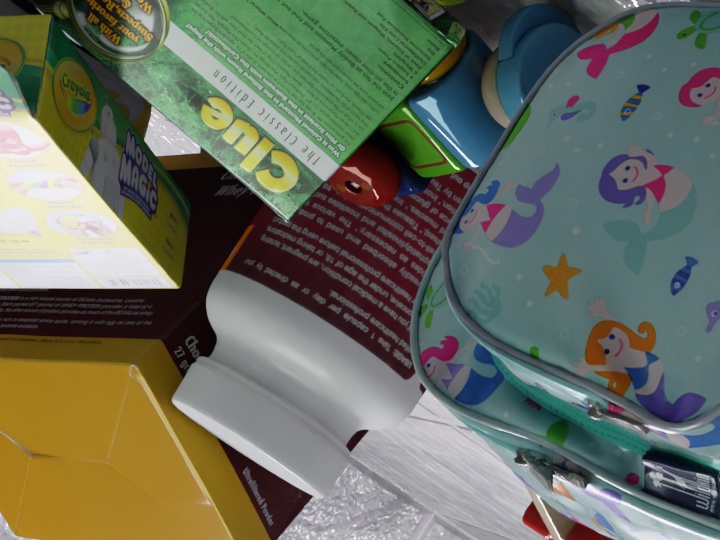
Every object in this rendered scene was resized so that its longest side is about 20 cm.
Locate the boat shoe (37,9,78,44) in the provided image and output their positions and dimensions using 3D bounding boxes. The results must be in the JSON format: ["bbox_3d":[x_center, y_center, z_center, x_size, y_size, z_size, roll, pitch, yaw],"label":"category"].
[{"bbox_3d":[-0.081,-0.118,0.879,0.199,0.074,0.068,36,174,-17],"label":"boat shoe"}]

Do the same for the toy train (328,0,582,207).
[{"bbox_3d":[-0.004,-0.116,0.680,0.116,0.085,0.200,-7,134,50],"label":"toy train"}]

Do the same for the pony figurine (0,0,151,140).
[{"bbox_3d":[-0.168,-0.158,0.734,0.200,0.193,0.167,17,-179,-25],"label":"pony figurine"}]

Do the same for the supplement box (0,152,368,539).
[{"bbox_3d":[-0.097,0.040,0.968,0.197,0.200,0.133,-1,125,42],"label":"supplement box"}]

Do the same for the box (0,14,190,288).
[{"bbox_3d":[-0.154,-0.047,0.709,0.117,0.048,0.200,0,160,12],"label":"box"}]

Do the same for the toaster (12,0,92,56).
[{"bbox_3d":[-0.210,-0.132,0.937,0.181,0.200,0.119,31,176,-38],"label":"toaster"}]

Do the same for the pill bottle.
[{"bbox_3d":[0.000,0.000,0.828,0.113,0.200,0.113,31,169,7],"label":"pill bottle"}]

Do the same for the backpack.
[{"bbox_3d":[0.113,0.005,0.568,0.151,0.178,0.200,42,165,-35],"label":"backpack"}]

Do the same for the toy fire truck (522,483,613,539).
[{"bbox_3d":[0.100,0.041,0.779,0.049,0.141,0.200,30,171,46],"label":"toy fire truck"}]

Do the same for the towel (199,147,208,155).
[{"bbox_3d":[-0.010,-0.041,0.997,0.200,0.024,0.147,30,142,16],"label":"towel"}]

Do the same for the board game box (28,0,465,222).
[{"bbox_3d":[-0.069,-0.117,0.641,0.200,0.105,0.023,41,-151,-9],"label":"board game box"}]
